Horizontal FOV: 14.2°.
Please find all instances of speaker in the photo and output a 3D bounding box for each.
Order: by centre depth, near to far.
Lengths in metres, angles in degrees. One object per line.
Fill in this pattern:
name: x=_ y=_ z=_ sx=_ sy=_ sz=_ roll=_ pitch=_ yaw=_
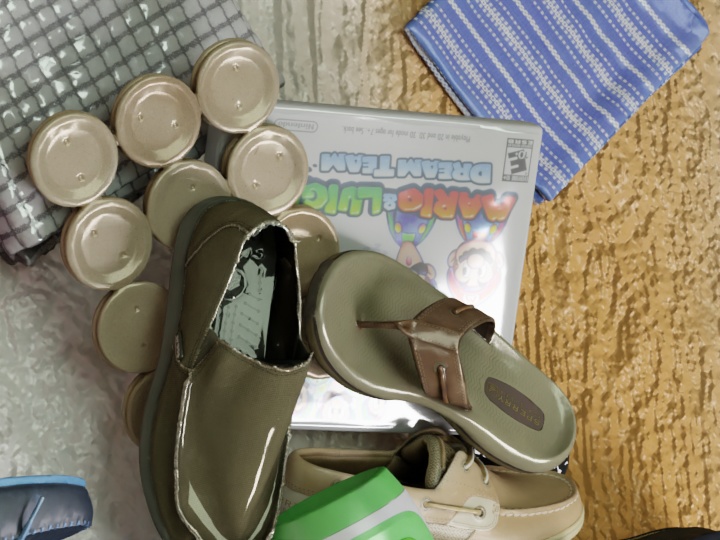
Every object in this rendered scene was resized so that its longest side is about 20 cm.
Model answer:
speaker: x=0.025 y=0.210 z=1.538 sx=0.088 sy=0.088 sz=0.200 roll=-28 pitch=93 yaw=-37

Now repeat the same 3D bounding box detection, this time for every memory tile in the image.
memory tile: x=-0.086 y=-0.013 z=1.547 sx=0.153 sy=0.017 sz=0.200 roll=-27 pitch=110 yaw=-22

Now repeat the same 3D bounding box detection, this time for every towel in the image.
towel: x=-0.161 y=-0.114 z=1.574 sx=0.200 sy=0.085 sz=0.166 roll=-37 pitch=105 yaw=-32
towel: x=0.128 y=-0.150 z=1.823 sx=0.145 sy=0.024 sz=0.200 roll=52 pitch=54 yaw=-9

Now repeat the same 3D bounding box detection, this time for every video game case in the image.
video game case: x=0.000 y=0.000 z=1.617 sx=0.199 sy=0.024 sz=0.183 roll=3 pitch=100 yaw=-26

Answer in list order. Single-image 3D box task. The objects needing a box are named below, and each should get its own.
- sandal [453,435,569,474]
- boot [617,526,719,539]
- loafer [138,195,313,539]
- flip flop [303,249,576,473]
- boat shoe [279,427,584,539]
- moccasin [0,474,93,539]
sandal: x=0.052 y=0.054 z=1.693 sx=0.075 sy=0.045 sz=0.200 roll=-38 pitch=113 yaw=-15
boot: x=0.154 y=0.187 z=1.682 sx=0.200 sy=0.097 sz=0.075 roll=-19 pitch=87 yaw=-37
loafer: x=-0.067 y=0.059 z=1.502 sx=0.075 sy=0.070 sz=0.201 roll=3 pitch=85 yaw=-29
flip flop: x=0.052 y=0.049 z=1.591 sx=0.200 sy=0.058 sz=0.081 roll=34 pitch=60 yaw=-27
boat shoe: x=0.045 y=0.126 z=1.629 sx=0.200 sy=0.071 sz=0.065 roll=-2 pitch=112 yaw=-32
moccasin: x=-0.226 y=0.154 z=1.452 sx=0.199 sy=0.080 sz=0.068 roll=-13 pitch=75 yaw=-23
